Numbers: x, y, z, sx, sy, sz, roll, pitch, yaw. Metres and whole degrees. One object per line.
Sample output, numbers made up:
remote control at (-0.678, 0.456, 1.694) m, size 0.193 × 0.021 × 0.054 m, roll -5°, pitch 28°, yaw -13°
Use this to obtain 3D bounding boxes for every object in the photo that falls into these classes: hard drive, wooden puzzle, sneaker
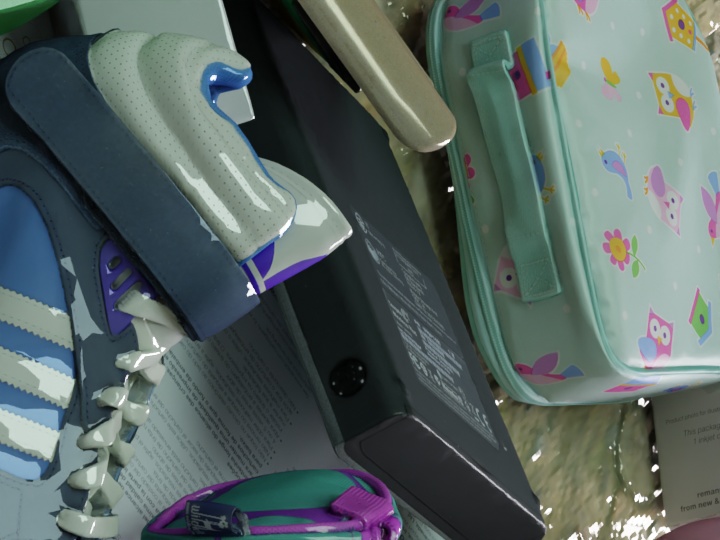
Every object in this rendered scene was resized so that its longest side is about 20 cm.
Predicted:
hard drive at (0.000, 0.000, 1.051) m, size 0.140 × 0.033 × 0.200 m, roll 42°, pitch 23°, yaw -55°
wooden puzzle at (-0.042, -0.140, 1.063) m, size 0.185 × 0.037 × 0.200 m, roll 53°, pitch 4°, yaw -23°
sneaker at (-0.069, 0.026, 0.847) m, size 0.081 × 0.146 × 0.201 m, roll 77°, pitch 1°, yaw -82°

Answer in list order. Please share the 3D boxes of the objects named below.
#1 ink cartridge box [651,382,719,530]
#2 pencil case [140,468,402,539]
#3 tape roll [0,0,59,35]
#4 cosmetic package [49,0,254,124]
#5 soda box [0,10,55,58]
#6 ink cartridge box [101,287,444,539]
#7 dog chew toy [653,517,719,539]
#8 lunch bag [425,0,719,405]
ink cartridge box at (0.205, 0.028, 1.360) m, size 0.145 × 0.085 × 0.201 m, roll 15°, pitch 66°, yaw -51°
pencil case at (-0.023, 0.169, 0.923) m, size 0.085 × 0.092 × 0.201 m, roll -7°, pitch 94°, yaw -55°
tape roll at (-0.142, -0.163, 0.814) m, size 0.200 × 0.048 × 0.201 m, roll 8°, pitch 75°, yaw -30°
cosmetic package at (-0.095, -0.138, 0.962) m, size 0.052 × 0.151 × 0.201 m, roll -16°, pitch 94°, yaw -12°
soda box at (-0.143, -0.067, 0.932) m, size 0.064 × 0.068 × 0.201 m, roll -13°, pitch 88°, yaw -56°
ink cartridge box at (-0.051, 0.085, 1.023) m, size 0.197 × 0.043 × 0.200 m, roll 56°, pitch 42°, yaw -23°
dog chew toy at (0.184, 0.177, 1.247) m, size 0.200 × 0.124 × 0.125 m, roll 22°, pitch 59°, yaw -58°
lunch bag at (0.099, -0.041, 1.250) m, size 0.160 × 0.077 × 0.201 m, roll -1°, pitch 78°, yaw -53°
